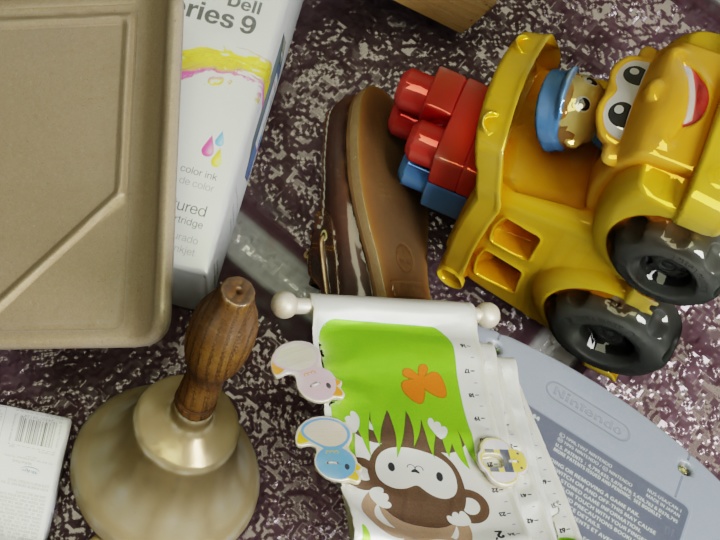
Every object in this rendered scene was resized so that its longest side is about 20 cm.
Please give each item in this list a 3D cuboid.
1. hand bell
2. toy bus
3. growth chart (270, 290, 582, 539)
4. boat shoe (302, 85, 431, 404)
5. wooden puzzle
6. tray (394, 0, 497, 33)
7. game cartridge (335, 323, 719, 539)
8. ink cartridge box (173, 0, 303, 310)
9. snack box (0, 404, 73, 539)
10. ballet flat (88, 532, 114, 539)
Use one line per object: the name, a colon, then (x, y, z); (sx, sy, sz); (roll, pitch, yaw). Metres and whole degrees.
hand bell: (-0.078, 0.060, 0.884); (0.103, 0.200, 0.105); (8, 58, -13)
toy bus: (0.106, -0.058, 0.935); (0.191, 0.200, 0.136); (25, 63, 1)
growth chart: (0.040, 0.089, 0.850); (0.144, 0.018, 0.201); (-4, 54, -30)
boat shoe: (0.000, 0.000, 0.986); (0.070, 0.070, 0.202); (-19, 68, 32)
wooden puzzle: (-0.184, -0.049, 0.910); (0.198, 0.037, 0.187); (-3, 73, 11)
tray: (-0.015, -0.211, 0.984); (0.199, 0.037, 0.099); (21, 48, -35)
game cartridge: (0.095, 0.108, 0.900); (0.199, 0.042, 0.133); (33, 40, -1)
ink cartridge box: (-0.123, -0.099, 0.989); (0.144, 0.088, 0.202); (16, 74, 0)
snack box: (-0.258, 0.096, 0.961); (0.198, 0.024, 0.073); (12, 77, -2)
ballet flat: (-0.206, 0.193, 0.931); (0.198, 0.069, 0.063); (-19, 56, -14)
